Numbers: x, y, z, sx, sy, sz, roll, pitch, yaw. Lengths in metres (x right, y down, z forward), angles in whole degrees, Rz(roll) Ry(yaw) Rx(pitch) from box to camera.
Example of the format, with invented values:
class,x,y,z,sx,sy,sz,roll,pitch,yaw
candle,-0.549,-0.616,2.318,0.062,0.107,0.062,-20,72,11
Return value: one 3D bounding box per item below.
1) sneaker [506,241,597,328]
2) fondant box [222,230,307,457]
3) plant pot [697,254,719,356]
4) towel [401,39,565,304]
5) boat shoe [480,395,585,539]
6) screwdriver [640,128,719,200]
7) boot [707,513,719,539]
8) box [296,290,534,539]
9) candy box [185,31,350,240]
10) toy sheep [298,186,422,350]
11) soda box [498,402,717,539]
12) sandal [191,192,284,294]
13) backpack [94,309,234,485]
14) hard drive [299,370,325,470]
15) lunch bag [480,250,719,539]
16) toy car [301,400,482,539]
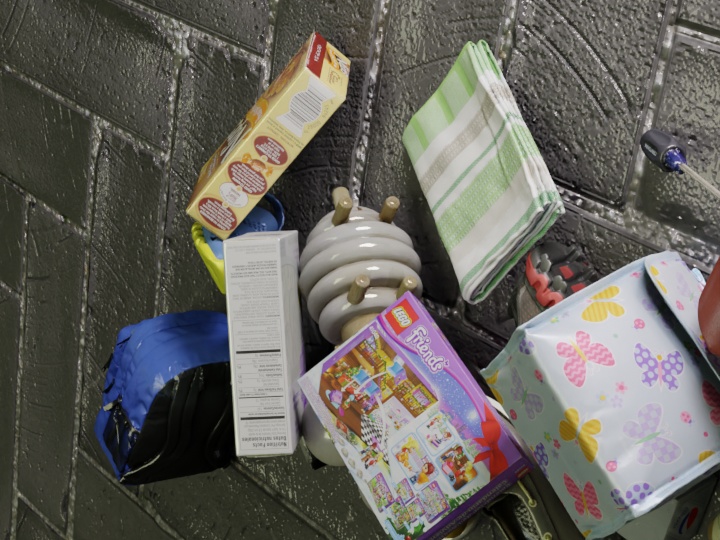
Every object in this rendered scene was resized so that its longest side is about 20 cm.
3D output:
class,x,y,z,sx,sy,sz,roll,pitch,yaw
sneaker,0.194,0.077,1.139,0.202,0.070,0.098,59,135,22
fondant box,-0.089,0.065,1.258,0.057,0.144,0.203,-2,95,4
plant pot,0.338,-0.012,0.884,0.201,0.199,0.196,49,140,27
towel,0.102,-0.091,1.195,0.149,0.030,0.202,-50,50,41
boat shoe,0.136,0.197,1.150,0.202,0.060,0.072,53,144,19
screwdriver,0.247,-0.072,0.989,0.028,0.200,0.029,36,107,-15
boot,0.374,0.219,0.980,0.200,0.072,0.156,49,129,28
box,0.045,0.136,1.159,0.136,0.039,0.201,-38,56,7
candy box,-0.093,-0.137,1.322,0.055,0.116,0.200,37,113,-15
toy sheep,0.000,0.000,1.292,0.138,0.137,0.202,-43,44,44
soda box,0.210,0.163,1.146,0.199,0.063,0.069,35,127,36
sandal,-0.128,-0.040,1.403,0.086,0.200,0.080,-24,110,7
backpack,-0.227,0.135,1.547,0.168,0.161,0.201,53,134,28
hard drive,-0.076,0.115,1.414,0.140,0.037,0.202,97,151,-78
lunch bag,0.225,0.086,1.011,0.171,0.198,0.127,59,154,16
toy car,0.053,0.161,1.272,0.200,0.175,0.150,39,90,34
